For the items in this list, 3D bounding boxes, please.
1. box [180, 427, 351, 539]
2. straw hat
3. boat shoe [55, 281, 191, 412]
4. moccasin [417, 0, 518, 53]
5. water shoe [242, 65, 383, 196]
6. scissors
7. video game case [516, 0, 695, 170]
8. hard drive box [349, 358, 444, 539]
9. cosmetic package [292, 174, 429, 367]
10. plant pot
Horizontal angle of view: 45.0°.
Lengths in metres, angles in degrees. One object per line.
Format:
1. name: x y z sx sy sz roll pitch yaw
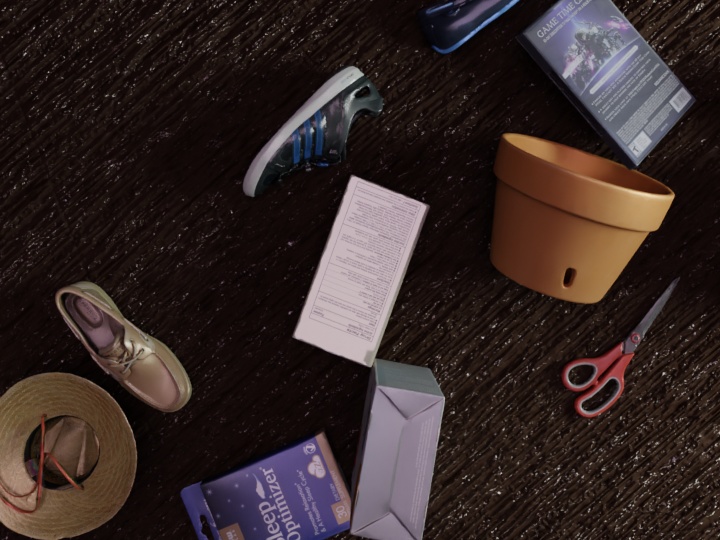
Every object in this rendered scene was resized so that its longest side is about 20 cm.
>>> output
1. box: -0.111 0.288 1.059 0.198 0.032 0.123 -23 92 2
2. straw hat: -0.346 0.210 1.029 0.198 0.085 0.205 0 93 6
3. boat shoe: -0.286 0.096 1.035 0.200 0.065 0.071 43 91 -1
4. moccasin: 0.155 -0.337 1.012 0.199 0.080 0.068 -39 103 0
5. water shoe: -0.055 -0.150 1.024 0.079 0.072 0.200 43 92 -3
6. scissors: 0.332 0.097 1.063 0.199 0.014 0.073 -39 89 0
7. video game case: 0.291 -0.235 1.018 0.200 0.019 0.143 48 64 -1
8. hard drive box: 0.038 0.194 0.971 0.076 0.200 0.158 10 91 0
9. cosmetic package: 0.000 0.000 1.028 0.104 0.071 0.203 22 92 -1
10. plant pot: 0.230 -0.055 0.978 0.197 0.200 0.142 18 108 -1
